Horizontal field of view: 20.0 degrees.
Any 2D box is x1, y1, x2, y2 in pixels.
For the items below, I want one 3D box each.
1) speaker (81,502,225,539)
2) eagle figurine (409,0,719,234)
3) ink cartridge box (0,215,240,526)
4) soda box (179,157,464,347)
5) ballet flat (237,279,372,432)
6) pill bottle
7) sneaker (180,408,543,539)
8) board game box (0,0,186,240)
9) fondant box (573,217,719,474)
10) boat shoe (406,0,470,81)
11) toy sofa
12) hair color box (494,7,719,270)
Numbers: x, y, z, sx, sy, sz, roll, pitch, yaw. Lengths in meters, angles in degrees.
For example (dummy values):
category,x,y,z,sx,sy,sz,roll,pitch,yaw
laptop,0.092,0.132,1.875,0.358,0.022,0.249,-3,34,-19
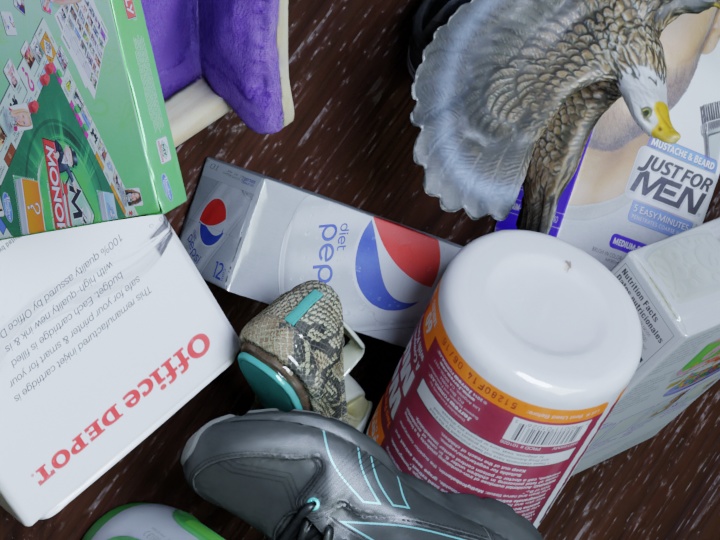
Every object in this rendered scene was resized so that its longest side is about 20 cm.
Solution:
category,x,y,z,sx,sy,sz,roll,pitch,yaw
speaker,-0.075,0.184,1.041,0.088,0.199,0.089,-9,108,-31
eagle figurine,0.119,-0.105,1.073,0.199,0.151,0.152,-34,108,13
ink cartridge box,-0.172,-0.001,0.999,0.145,0.084,0.201,-39,120,-18
soda box,0.000,0.000,1.123,0.199,0.068,0.064,19,92,-35
ballet flat,-0.024,0.069,1.083,0.075,0.068,0.201,-48,160,-24
pill bottle,0.064,0.082,1.080,0.109,0.110,0.201,-11,145,-30
sneaker,0.002,0.133,1.010,0.198,0.080,0.076,22,135,-8
board game box,-0.160,-0.114,0.870,0.029,0.133,0.202,-37,117,-67
fondant box,0.160,0.047,1.159,0.143,0.200,0.059,-19,70,-40
boat shoe,0.097,-0.182,1.130,0.200,0.070,0.066,-44,160,-9
toy sofa,-0.091,-0.133,0.955,0.083,0.098,0.201,-35,154,-25
hair color box,0.166,-0.098,1.210,0.109,0.065,0.202,17,92,-35
